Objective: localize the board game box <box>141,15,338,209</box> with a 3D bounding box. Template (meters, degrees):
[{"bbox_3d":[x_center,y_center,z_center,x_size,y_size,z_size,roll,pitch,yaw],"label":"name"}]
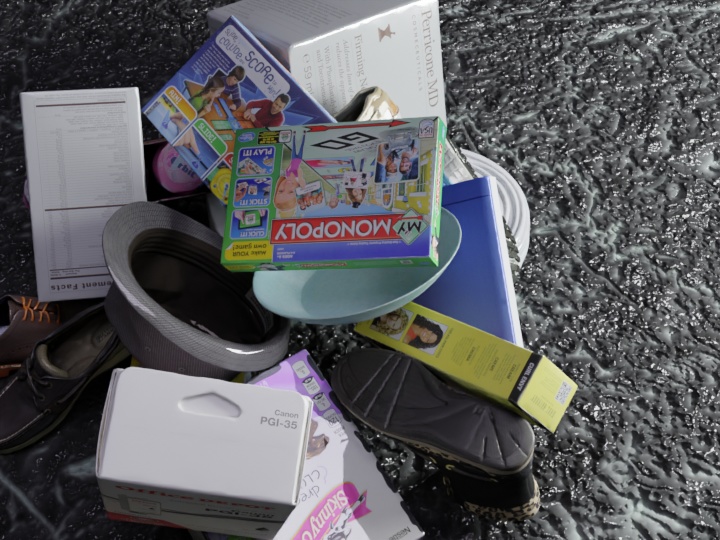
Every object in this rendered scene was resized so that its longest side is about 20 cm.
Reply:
[{"bbox_3d":[-0.108,-0.137,1.146,0.135,0.034,0.200,-44,67,7],"label":"board game box"}]

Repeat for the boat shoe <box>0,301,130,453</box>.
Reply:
[{"bbox_3d":[-0.294,0.093,1.123,0.200,0.065,0.073,-45,70,-6],"label":"boat shoe"}]

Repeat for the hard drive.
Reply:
[{"bbox_3d":[0.085,0.021,1.135,0.132,0.025,0.200,-12,83,33],"label":"hard drive"}]

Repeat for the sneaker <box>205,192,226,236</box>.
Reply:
[{"bbox_3d":[-0.091,-0.032,1.228,0.118,0.074,0.200,-11,37,-10],"label":"sneaker"}]

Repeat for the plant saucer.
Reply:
[{"bbox_3d":[0.000,0.000,1.088,0.201,0.039,0.201,-13,31,8],"label":"plant saucer"}]

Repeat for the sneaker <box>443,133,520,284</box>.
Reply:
[{"bbox_3d":[0.092,-0.053,1.191,0.090,0.078,0.200,-34,62,13],"label":"sneaker"}]

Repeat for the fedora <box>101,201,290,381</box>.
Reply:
[{"bbox_3d":[-0.165,0.037,1.078,0.200,0.090,0.177,31,30,-13],"label":"fedora"}]

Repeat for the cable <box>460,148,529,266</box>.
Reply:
[{"bbox_3d":[0.083,-0.048,1.263,0.200,0.069,0.200,9,53,7],"label":"cable"}]

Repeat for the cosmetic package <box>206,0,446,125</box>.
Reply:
[{"bbox_3d":[-0.035,-0.219,1.294,0.200,0.167,0.166,-27,37,-28],"label":"cosmetic package"}]

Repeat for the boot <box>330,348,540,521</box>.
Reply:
[{"bbox_3d":[0.074,0.152,1.057,0.200,0.151,0.073,19,65,27],"label":"boot"}]

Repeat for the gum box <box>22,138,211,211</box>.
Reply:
[{"bbox_3d":[-0.262,-0.101,1.267,0.200,0.114,0.066,-11,98,-8],"label":"gum box"}]

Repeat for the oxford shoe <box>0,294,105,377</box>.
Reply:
[{"bbox_3d":[-0.321,0.059,1.175,0.200,0.073,0.071,-14,53,-11],"label":"oxford shoe"}]

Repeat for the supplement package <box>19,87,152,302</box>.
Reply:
[{"bbox_3d":[-0.268,-0.076,1.154,0.114,0.110,0.200,-4,97,-11],"label":"supplement package"}]

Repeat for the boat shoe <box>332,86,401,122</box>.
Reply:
[{"bbox_3d":[-0.044,-0.112,1.183,0.200,0.068,0.075,-39,34,-15],"label":"boat shoe"}]

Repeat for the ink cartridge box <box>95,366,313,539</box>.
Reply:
[{"bbox_3d":[-0.123,0.147,0.897,0.146,0.200,0.083,9,69,-6],"label":"ink cartridge box"}]

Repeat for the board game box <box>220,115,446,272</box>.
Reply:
[{"bbox_3d":[-0.025,-0.068,1.059,0.200,0.029,0.135,-2,71,19],"label":"board game box"}]

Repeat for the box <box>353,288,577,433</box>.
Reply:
[{"bbox_3d":[0.090,0.078,1.046,0.200,0.075,0.050,21,78,44],"label":"box"}]

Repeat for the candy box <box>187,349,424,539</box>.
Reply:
[{"bbox_3d":[-0.069,0.199,1.036,0.168,0.072,0.200,-29,75,-21],"label":"candy box"}]

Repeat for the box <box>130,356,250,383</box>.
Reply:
[{"bbox_3d":[-0.170,0.133,1.136,0.117,0.048,0.200,3,50,0],"label":"box"}]
